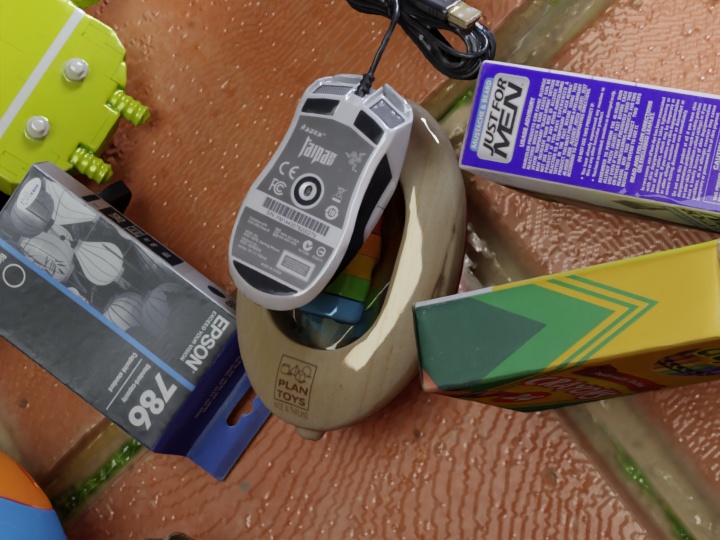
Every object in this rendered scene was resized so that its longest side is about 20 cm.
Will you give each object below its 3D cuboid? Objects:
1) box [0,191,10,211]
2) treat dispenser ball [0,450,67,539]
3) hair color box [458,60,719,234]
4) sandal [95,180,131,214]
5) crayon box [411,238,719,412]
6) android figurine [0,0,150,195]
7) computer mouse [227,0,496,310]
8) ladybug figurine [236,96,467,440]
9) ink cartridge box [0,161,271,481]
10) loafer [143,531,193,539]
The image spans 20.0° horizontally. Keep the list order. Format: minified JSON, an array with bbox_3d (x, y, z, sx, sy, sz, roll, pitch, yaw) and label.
[{"bbox_3d":[-0.335,-0.072,1.362,0.199,0.079,0.142,-12,77,27],"label":"box"},{"bbox_3d":[-0.270,0.190,1.207,0.200,0.201,0.202,-6,78,28],"label":"treat dispenser ball"},{"bbox_3d":[0.165,-0.057,1.062,0.199,0.109,0.065,14,89,31],"label":"hair color box"},{"bbox_3d":[-0.230,-0.005,1.291,0.200,0.075,0.045,-33,83,23],"label":"sandal"},{"bbox_3d":[0.143,0.029,1.048,0.199,0.127,0.051,-13,75,27],"label":"crayon box"},{"bbox_3d":[-0.230,-0.126,1.281,0.200,0.041,0.182,33,72,1],"label":"android figurine"},{"bbox_3d":[-0.008,-0.069,1.118,0.109,0.044,0.200,27,88,25],"label":"computer mouse"},{"bbox_3d":[0.000,0.000,1.165,0.135,0.072,0.201,18,89,30],"label":"ladybug figurine"},{"bbox_3d":[-0.138,0.032,1.211,0.200,0.039,0.100,35,100,4],"label":"ink cartridge box"},{"bbox_3d":[-0.052,0.219,1.158,0.067,0.076,0.200,-47,73,13],"label":"loafer"}]
